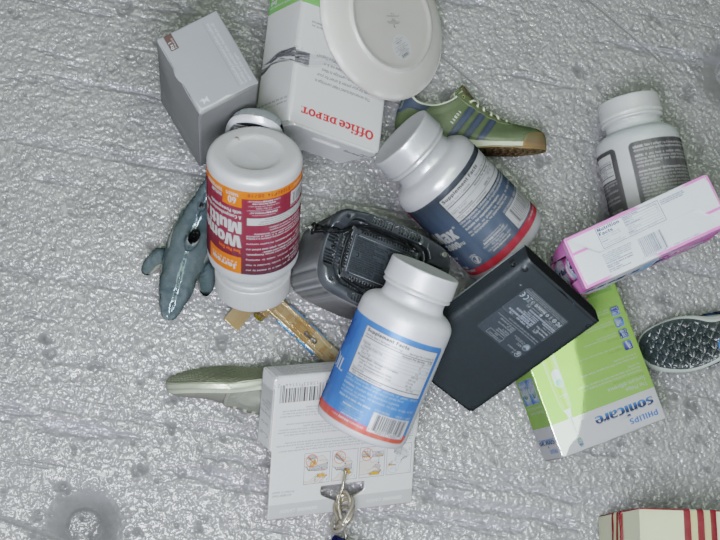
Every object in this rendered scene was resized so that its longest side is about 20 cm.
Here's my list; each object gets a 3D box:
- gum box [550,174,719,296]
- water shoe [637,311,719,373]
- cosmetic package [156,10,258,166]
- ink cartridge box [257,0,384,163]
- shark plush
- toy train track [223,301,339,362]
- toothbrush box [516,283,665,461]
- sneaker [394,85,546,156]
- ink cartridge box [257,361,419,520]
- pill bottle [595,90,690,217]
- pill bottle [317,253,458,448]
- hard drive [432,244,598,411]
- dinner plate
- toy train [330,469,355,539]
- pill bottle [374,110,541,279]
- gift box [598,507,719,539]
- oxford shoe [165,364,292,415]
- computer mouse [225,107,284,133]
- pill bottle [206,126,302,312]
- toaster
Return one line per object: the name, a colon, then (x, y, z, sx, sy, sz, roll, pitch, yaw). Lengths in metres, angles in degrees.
gum box: (0.326, -0.034, 1.627, 0.199, 0.114, 0.067, -24, 81, -4)
water shoe: (0.455, 0.090, 1.751, 0.198, 0.079, 0.072, -14, 77, 14)
cosmetic package: (-0.184, -0.214, 1.632, 0.090, 0.200, 0.107, -29, 83, -15)
ink cartridge box: (-0.044, -0.251, 1.697, 0.145, 0.084, 0.202, 16, 74, -36)
shark plush: (-0.190, -0.038, 1.630, 0.090, 0.083, 0.201, 31, 100, -7)
toy train track: (-0.097, 0.056, 1.684, 0.200, 0.033, 0.115, 42, 68, -5)
toothbrush box: (0.270, 0.118, 1.703, 0.145, 0.086, 0.201, -19, 82, -12)
sneaker: (0.141, -0.195, 1.752, 0.198, 0.067, 0.091, -1, 84, -6)
ink cartridge box: (-0.025, 0.198, 1.633, 0.198, 0.045, 0.178, -2, 105, -27)
pill bottle: (0.365, -0.123, 1.754, 0.110, 0.111, 0.202, -9, 81, -11)
pill bottle: (0.036, 0.089, 1.539, 0.111, 0.112, 0.201, 22, 97, -4)
hard drive: (0.160, 0.073, 1.605, 0.200, 0.033, 0.139, -38, 123, 21)
dinner plate: (0.034, -0.312, 1.699, 0.199, 0.024, 0.202, 6, 81, -39)
toy train: (0.015, 0.346, 1.613, 0.115, 0.085, 0.202, 14, 83, -18)
pill bottle: (0.116, -0.095, 1.679, 0.200, 0.119, 0.120, 44, 75, -15)
gift box: (0.397, 0.383, 1.623, 0.198, 0.185, 0.188, 3, 76, -3)
oxford shoe: (-0.135, 0.148, 1.642, 0.198, 0.075, 0.058, 1, 106, -9)
computer mouse: (-0.123, -0.143, 1.635, 0.109, 0.200, 0.044, 13, 63, -2)
pill bottle: (-0.123, -0.055, 1.568, 0.109, 0.201, 0.110, 3, 41, -3)
toaster: (0.000, 0.000, 1.645, 0.199, 0.129, 0.115, 20, 75, -21)
